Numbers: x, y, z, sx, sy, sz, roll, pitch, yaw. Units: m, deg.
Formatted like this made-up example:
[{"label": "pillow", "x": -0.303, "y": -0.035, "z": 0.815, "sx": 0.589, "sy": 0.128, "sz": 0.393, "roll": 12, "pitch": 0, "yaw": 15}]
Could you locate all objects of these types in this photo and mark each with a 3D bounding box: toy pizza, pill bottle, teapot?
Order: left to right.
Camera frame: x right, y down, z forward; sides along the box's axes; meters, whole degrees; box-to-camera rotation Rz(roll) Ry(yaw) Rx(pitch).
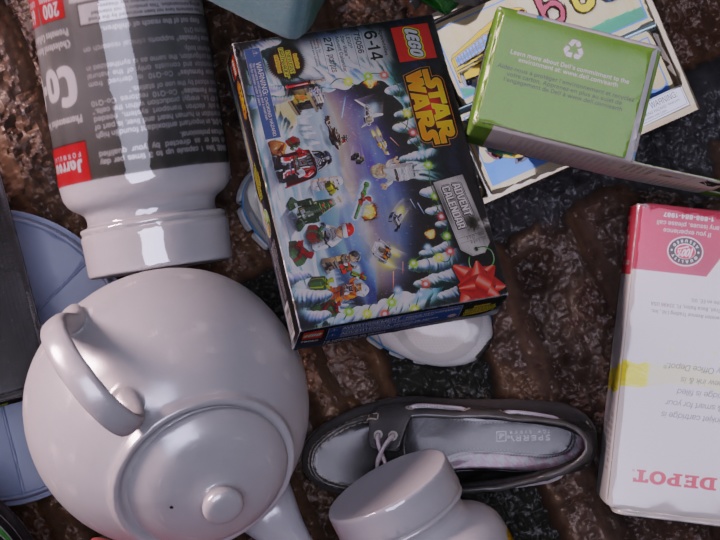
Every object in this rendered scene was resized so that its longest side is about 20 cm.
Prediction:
[{"label": "toy pizza", "x": -0.247, "y": 0.059, "z": 1.401, "sx": 0.199, "sy": 0.032, "sz": 0.201, "roll": 0, "pitch": 89, "yaw": 2}, {"label": "pill bottle", "x": -0.147, "y": -0.099, "z": 1.354, "sx": 0.114, "sy": 0.114, "sz": 0.201, "roll": -9, "pitch": 90, "yaw": 2}, {"label": "teapot", "x": -0.113, "y": 0.103, "z": 1.302, "sx": 0.199, "sy": 0.146, "sz": 0.198, "roll": -4, "pitch": 124, "yaw": -23}, {"label": "pill bottle", "x": 0.061, "y": 0.222, "z": 1.334, "sx": 0.112, "sy": 0.112, "sz": 0.200, "roll": -27, "pitch": 102, "yaw": 2}]

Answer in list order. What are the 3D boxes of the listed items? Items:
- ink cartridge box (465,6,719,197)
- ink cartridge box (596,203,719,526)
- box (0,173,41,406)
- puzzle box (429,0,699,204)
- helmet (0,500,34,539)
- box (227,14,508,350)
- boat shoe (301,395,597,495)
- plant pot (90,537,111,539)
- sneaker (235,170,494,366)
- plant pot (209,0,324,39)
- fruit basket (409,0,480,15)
[{"label": "ink cartridge box", "x": 0.171, "y": -0.098, "z": 1.302, "sx": 0.199, "sy": 0.148, "sz": 0.076, "roll": 13, "pitch": 90, "yaw": 1}, {"label": "ink cartridge box", "x": 0.237, "y": 0.063, "z": 1.358, "sx": 0.145, "sy": 0.083, "sz": 0.201, "roll": 7, "pitch": 90, "yaw": 1}, {"label": "box", "x": -0.314, "y": 0.007, "z": 1.341, "sx": 0.193, "sy": 0.048, "sz": 0.201, "roll": -14, "pitch": 84, "yaw": -12}, {"label": "puzzle box", "x": 0.111, "y": -0.128, "z": 1.390, "sx": 0.200, "sy": 0.025, "sz": 0.133, "roll": -24, "pitch": 89, "yaw": 2}, {"label": "helmet", "x": -0.296, "y": 0.217, "z": 1.324, "sx": 0.199, "sy": 0.200, "sz": 0.191, "roll": -16, "pitch": 68, "yaw": 2}, {"label": "box", "x": 0.003, "y": -0.059, "z": 1.317, "sx": 0.136, "sy": 0.040, "sz": 0.201, "roll": -10, "pitch": 71, "yaw": -13}, {"label": "boat shoe", "x": 0.058, "y": 0.116, "z": 1.378, "sx": 0.199, "sy": 0.057, "sz": 0.067, "roll": -4, "pitch": 90, "yaw": 2}, {"label": "plant pot", "x": -0.098, "y": 0.279, "z": 1.328, "sx": 0.177, "sy": 0.200, "sz": 0.201, "roll": 6, "pitch": 91, "yaw": -7}, {"label": "sneaker", "x": 0.000, "y": 0.000, "z": 1.365, "sx": 0.200, "sy": 0.087, "sz": 0.075, "roll": 33, "pitch": 90, "yaw": 0}, {"label": "plant pot", "x": -0.068, "y": -0.305, "z": 1.270, "sx": 0.196, "sy": 0.200, "sz": 0.196, "roll": 26, "pitch": 56, "yaw": 2}, {"label": "fruit basket", "x": 0.081, "y": -0.262, "z": 1.311, "sx": 0.094, "sy": 0.185, "sz": 0.200, "roll": 38, "pitch": 92, "yaw": 9}]
